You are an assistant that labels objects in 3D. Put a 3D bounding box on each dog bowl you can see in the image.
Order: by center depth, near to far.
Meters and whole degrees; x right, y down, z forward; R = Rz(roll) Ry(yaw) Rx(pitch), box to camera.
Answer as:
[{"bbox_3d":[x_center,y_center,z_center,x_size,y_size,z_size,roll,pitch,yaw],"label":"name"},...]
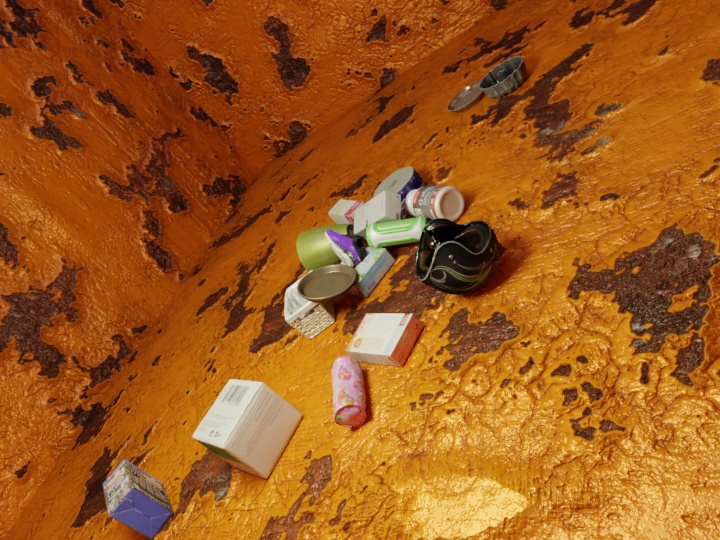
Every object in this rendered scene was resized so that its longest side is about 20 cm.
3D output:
[{"bbox_3d":[0.149,-0.310,2.009,0.200,0.079,0.200,-33,28,20],"label":"dog bowl"}]

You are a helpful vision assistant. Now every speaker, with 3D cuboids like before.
[{"bbox_3d":[0.124,-0.125,1.696,0.200,0.089,0.089,-7,39,18],"label":"speaker"}]

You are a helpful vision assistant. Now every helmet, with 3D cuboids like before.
[{"bbox_3d":[0.255,-0.036,1.323,0.200,0.190,0.200,-172,90,-78],"label":"helmet"}]

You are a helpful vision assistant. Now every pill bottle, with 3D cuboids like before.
[{"bbox_3d":[0.239,-0.220,1.705,0.116,0.116,0.200,-50,27,-13],"label":"pill bottle"}]

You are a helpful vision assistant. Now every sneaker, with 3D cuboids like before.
[{"bbox_3d":[-0.044,-0.091,1.786,0.099,0.070,0.200,-35,48,-7],"label":"sneaker"}]

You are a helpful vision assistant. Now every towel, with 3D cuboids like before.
[{"bbox_3d":[0.122,-0.165,1.841,0.144,0.023,0.200,-51,13,31],"label":"towel"}]

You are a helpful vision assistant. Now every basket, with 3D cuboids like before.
[{"bbox_3d":[-0.171,0.118,1.766,0.136,0.123,0.200,-37,27,12],"label":"basket"}]

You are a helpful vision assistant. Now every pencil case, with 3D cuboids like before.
[{"bbox_3d":[-0.032,0.311,1.334,0.087,0.087,0.200,-37,26,13],"label":"pencil case"}]

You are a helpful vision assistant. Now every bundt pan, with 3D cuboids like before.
[{"bbox_3d":[0.585,-0.772,2.090,0.202,0.076,0.202,-33,27,19],"label":"bundt pan"}]

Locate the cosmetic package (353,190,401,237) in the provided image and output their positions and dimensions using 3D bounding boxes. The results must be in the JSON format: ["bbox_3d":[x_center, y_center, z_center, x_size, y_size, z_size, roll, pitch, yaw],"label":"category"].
[{"bbox_3d":[0.057,-0.192,1.793,0.200,0.074,0.102,-29,55,56],"label":"cosmetic package"}]

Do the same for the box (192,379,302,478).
[{"bbox_3d":[-0.315,0.434,1.439,0.199,0.171,0.200,-10,42,49],"label":"box"}]

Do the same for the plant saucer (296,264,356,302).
[{"bbox_3d":[-0.107,0.043,1.671,0.200,0.030,0.200,-11,31,6],"label":"plant saucer"}]

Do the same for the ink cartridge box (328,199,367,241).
[{"bbox_3d":[-0.019,-0.195,1.995,0.083,0.145,0.200,-49,27,-11],"label":"ink cartridge box"}]

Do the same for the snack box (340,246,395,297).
[{"bbox_3d":[0.000,0.000,1.766,0.169,0.068,0.200,-51,29,-17],"label":"snack box"}]

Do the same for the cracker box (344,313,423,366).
[{"bbox_3d":[0.062,0.186,1.411,0.200,0.058,0.134,-6,45,53],"label":"cracker box"}]

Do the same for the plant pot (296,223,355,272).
[{"bbox_3d":[-0.103,-0.096,1.932,0.200,0.187,0.187,-23,33,30],"label":"plant pot"}]

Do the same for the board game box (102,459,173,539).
[{"bbox_3d":[-0.682,0.696,1.578,0.097,0.159,0.200,-50,27,-17],"label":"board game box"}]

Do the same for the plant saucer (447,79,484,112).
[{"bbox_3d":[0.477,-0.761,2.276,0.200,0.034,0.200,-33,27,19],"label":"plant saucer"}]
